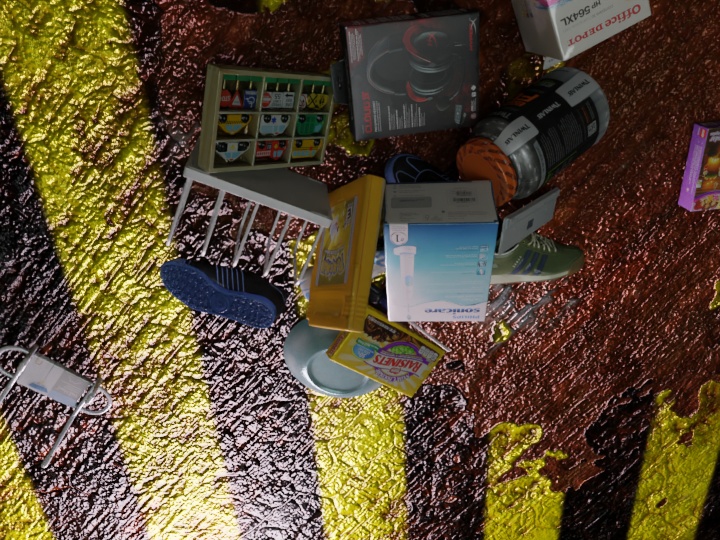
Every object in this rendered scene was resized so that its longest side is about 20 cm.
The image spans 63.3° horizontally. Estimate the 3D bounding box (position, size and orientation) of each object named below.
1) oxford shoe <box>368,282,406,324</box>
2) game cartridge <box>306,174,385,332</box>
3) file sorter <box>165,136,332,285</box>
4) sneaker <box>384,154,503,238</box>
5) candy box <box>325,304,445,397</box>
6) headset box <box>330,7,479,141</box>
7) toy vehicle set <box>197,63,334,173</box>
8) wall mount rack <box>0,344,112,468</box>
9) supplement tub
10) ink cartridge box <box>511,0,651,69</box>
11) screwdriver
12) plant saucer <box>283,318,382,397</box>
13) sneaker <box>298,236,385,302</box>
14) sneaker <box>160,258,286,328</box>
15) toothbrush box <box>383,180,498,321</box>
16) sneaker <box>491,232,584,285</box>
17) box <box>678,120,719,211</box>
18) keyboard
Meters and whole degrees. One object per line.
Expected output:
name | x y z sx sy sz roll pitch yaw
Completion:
oxford shoe | 0.065 0.054 0.963 0.071 0.073 0.201 22 111 -19
game cartridge | -0.027 -0.019 0.814 0.032 0.176 0.203 12 82 -22
file sorter | -0.157 -0.080 0.830 0.198 0.139 0.125 18 115 -16
sneaker | 0.129 -0.109 0.864 0.199 0.078 0.071 33 82 -11
candy box | 0.045 0.133 0.951 0.199 0.026 0.103 31 100 -36
headset box | 0.058 -0.268 0.802 0.197 0.075 0.150 -8 118 -5
toy vehicle set | -0.117 -0.199 0.771 0.199 0.026 0.126 -16 127 -46
wall mount rack | -0.524 0.219 0.957 0.199 0.075 0.174 34 107 -21
supplement tub | 0.235 -0.182 0.809 0.199 0.122 0.123 -37 119 -18
ink cartridge box | 0.272 -0.375 0.753 0.127 0.126 0.201 -26 116 5
screwdriver | 0.060 0.069 0.921 0.029 0.200 0.028 -11 131 -48
plant saucer | -0.036 0.158 0.992 0.198 0.039 0.203 2 126 3
sneaker | 0.000 0.000 0.926 0.198 0.072 0.073 -22 106 9
sneaker | -0.211 0.028 0.919 0.198 0.078 0.071 23 115 5
toothbrush box | 0.107 -0.020 0.813 0.144 0.086 0.201 -1 137 6
sneaker | 0.270 -0.034 0.952 0.198 0.067 0.091 -8 122 -1
box | 0.632 -0.176 0.952 0.197 0.039 0.138 -7 118 -5
keyboard | 0.258 -0.078 0.887 0.199 0.011 0.057 -27 135 -46
